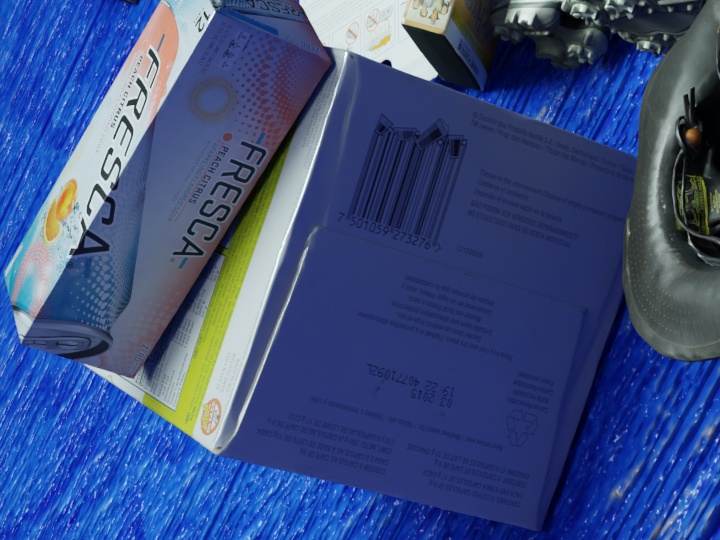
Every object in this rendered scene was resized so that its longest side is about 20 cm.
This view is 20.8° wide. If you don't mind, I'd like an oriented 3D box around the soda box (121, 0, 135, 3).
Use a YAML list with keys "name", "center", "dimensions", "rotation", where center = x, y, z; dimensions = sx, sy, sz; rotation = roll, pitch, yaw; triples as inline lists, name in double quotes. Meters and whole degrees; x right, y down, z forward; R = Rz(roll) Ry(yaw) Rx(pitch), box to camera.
- name: "soda box"
  center: [-0.200, -0.339, 1.697]
  dimensions: [0.063, 0.070, 0.201]
  rotation: [26, 96, 61]

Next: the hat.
- name: "hat"
  center: [0.192, -0.047, 0.861]
  dimensions: [0.200, 0.080, 0.202]
  rotation: [-167, 90, -73]

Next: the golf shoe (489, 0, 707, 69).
- name: "golf shoe"
  center: [0.143, -0.163, 1.020]
  dimensions: [0.200, 0.078, 0.098]
  rotation: [10, 76, 59]

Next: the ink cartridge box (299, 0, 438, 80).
- name: "ink cartridge box"
  center: [0.021, -0.187, 1.275]
  dimensions: [0.162, 0.050, 0.201]
  rotation: [-25, 60, 51]

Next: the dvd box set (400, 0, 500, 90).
- name: "dvd box set"
  center: [0.077, -0.214, 1.113]
  dimensions: [0.146, 0.029, 0.201]
  rotation: [33, -106, -76]

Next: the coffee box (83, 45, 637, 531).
- name: "coffee box"
  center: [0.000, 0.000, 1.033]
  dimensions: [0.198, 0.199, 0.201]
  rotation: [20, 92, 61]

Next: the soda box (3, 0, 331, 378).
- name: "soda box"
  center: [-0.097, -0.048, 0.947]
  dimensions: [0.201, 0.068, 0.064]
  rotation: [-57, 33, 21]
